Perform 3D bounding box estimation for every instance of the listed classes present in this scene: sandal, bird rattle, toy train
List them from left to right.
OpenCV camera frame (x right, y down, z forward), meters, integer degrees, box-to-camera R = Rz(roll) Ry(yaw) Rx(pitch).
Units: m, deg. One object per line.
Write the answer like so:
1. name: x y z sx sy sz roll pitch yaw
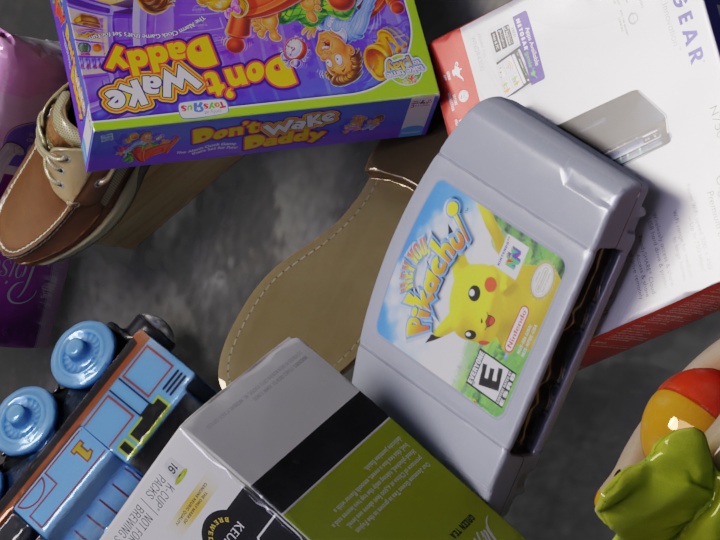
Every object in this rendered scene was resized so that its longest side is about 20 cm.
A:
1. toy train: -0.167 0.120 1.797 0.200 0.087 0.114 -51 50 -5
2. sandal: 0.004 0.003 1.722 0.077 0.070 0.212 32 82 24
3. bird rattle: 0.183 0.072 1.526 0.201 0.112 0.163 -62 16 -14

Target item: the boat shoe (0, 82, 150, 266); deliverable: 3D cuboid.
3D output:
1. boat shoe: -0.159 -0.084 1.768 0.200 0.074 0.076 -47 59 25

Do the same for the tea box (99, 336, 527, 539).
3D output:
1. tea box: -0.040 0.184 1.598 0.197 0.134 0.200 42 124 8

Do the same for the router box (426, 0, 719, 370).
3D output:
1. router box: 0.139 -0.065 1.627 0.179 0.049 0.201 -26 69 34

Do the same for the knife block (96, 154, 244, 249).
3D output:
1. knife block: -0.086 -0.100 1.800 0.175 0.064 0.201 15 94 39

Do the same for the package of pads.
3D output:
1. package of pads: -0.230 -0.055 1.873 0.075 0.120 0.201 20 97 38

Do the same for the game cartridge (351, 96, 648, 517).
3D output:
1. game cartridge: 0.068 0.015 1.621 0.133 0.040 0.201 35 109 42

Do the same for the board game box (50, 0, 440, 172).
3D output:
1. board game box: -0.068 -0.134 1.686 0.045 0.199 0.135 110 149 -59
